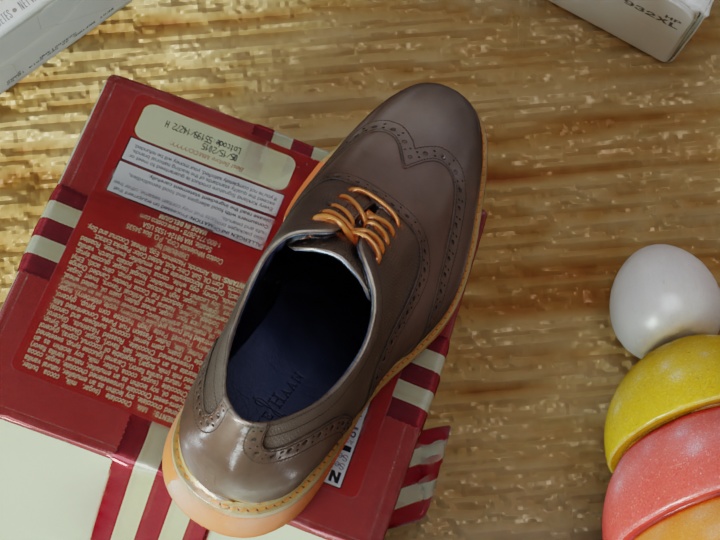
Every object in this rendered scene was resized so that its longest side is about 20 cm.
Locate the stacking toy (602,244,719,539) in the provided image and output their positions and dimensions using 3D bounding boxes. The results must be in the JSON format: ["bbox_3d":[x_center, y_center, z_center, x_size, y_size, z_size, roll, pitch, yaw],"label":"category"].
[{"bbox_3d":[0.151,0.077,0.982,0.146,0.146,0.200,-9,63,-4],"label":"stacking toy"}]

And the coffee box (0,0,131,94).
[{"bbox_3d":[-0.203,-0.173,1.020,0.113,0.080,0.200,-37,83,-9],"label":"coffee box"}]

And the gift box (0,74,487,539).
[{"bbox_3d":[-0.052,0.050,0.935,0.184,0.187,0.200,24,55,2],"label":"gift box"}]

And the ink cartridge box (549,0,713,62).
[{"bbox_3d":[0.125,-0.216,1.041,0.145,0.084,0.200,28,79,3],"label":"ink cartridge box"}]

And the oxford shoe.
[{"bbox_3d":[0.000,0.000,0.823,0.071,0.073,0.200,25,56,3],"label":"oxford shoe"}]
